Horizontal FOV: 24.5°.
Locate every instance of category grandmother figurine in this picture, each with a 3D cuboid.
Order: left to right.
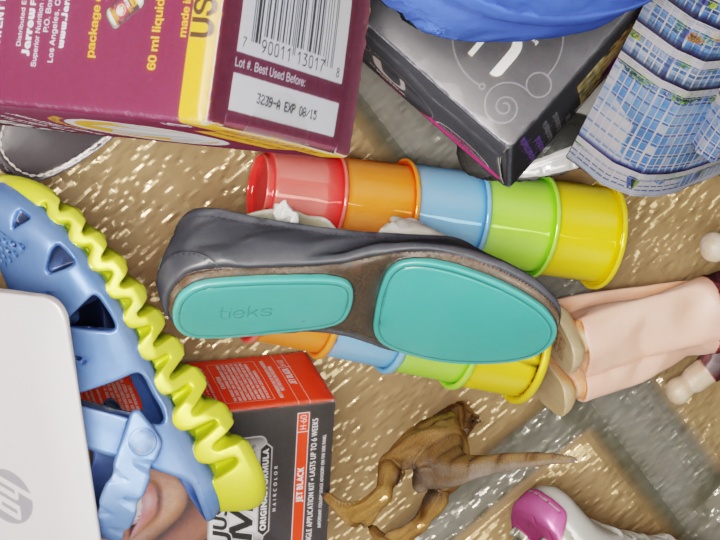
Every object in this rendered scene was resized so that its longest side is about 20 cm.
[{"bbox_3d":[0.198,0.023,0.948,0.199,0.061,0.122,-13,144,-18],"label":"grandmother figurine"}]

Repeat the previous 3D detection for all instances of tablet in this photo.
[{"bbox_3d":[-0.177,0.099,0.774,0.014,0.129,0.202,-39,129,-55],"label":"tablet"}]

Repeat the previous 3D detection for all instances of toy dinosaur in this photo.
[{"bbox_3d":[0.037,0.099,0.852,0.060,0.200,0.106,42,91,-6],"label":"toy dinosaur"}]

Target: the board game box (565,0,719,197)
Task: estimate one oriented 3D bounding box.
[{"bbox_3d":[0.194,-0.098,0.776,0.199,0.062,0.201,-24,148,-41],"label":"board game box"}]

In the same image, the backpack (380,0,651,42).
[{"bbox_3d":[0.063,-0.193,0.615,0.161,0.168,0.202,-8,87,-22],"label":"backpack"}]

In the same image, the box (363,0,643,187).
[{"bbox_3d":[0.089,-0.157,0.759,0.122,0.106,0.200,42,87,8],"label":"box"}]

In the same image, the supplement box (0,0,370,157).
[{"bbox_3d":[-0.109,-0.101,0.675,0.110,0.199,0.086,8,90,-61],"label":"supplement box"}]

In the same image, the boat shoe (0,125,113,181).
[{"bbox_3d":[-0.099,-0.114,0.769,0.200,0.065,0.072,-41,123,2],"label":"boat shoe"}]

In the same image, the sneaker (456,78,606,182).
[{"bbox_3d":[0.125,-0.113,0.850,0.199,0.074,0.080,-33,115,-20],"label":"sneaker"}]

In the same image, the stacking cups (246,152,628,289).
[{"bbox_3d":[0.038,-0.028,0.868,0.198,0.061,0.061,5,111,-18],"label":"stacking cups"}]

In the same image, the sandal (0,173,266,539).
[{"bbox_3d":[-0.128,0.047,0.775,0.087,0.079,0.201,-35,95,-13],"label":"sandal"}]

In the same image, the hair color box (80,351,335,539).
[{"bbox_3d":[-0.117,0.107,0.863,0.198,0.061,0.102,-5,115,-18],"label":"hair color box"}]

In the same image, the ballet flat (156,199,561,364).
[{"bbox_3d":[0.000,0.000,0.801,0.198,0.073,0.074,4,111,-15],"label":"ballet flat"}]

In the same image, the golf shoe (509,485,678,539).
[{"bbox_3d":[0.161,0.183,1.003,0.092,0.075,0.200,-46,123,-14],"label":"golf shoe"}]

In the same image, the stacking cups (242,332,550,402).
[{"bbox_3d":[-0.001,0.028,0.868,0.198,0.061,0.061,9,109,-20],"label":"stacking cups"}]
